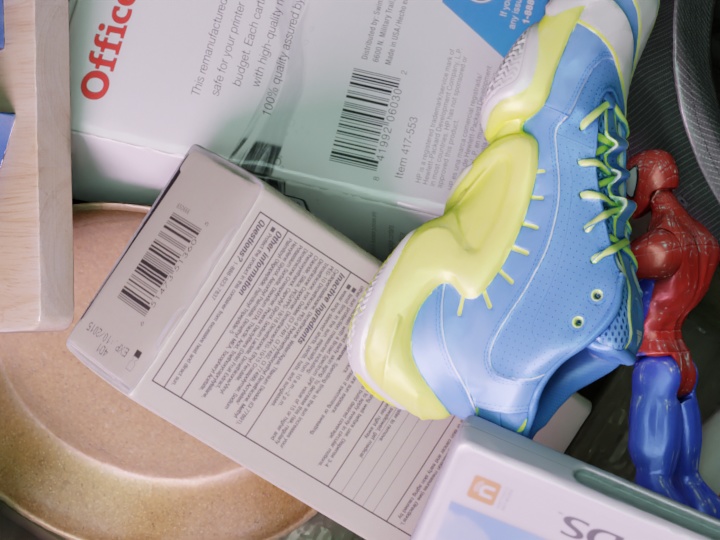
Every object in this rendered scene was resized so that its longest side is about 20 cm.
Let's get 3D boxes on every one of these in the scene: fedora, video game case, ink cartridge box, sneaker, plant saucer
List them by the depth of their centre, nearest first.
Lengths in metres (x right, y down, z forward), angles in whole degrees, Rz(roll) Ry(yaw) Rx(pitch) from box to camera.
[{"bbox_3d":[0.084,-0.019,1.139,0.105,0.076,0.201,32,91,18],"label":"sneaker"},{"bbox_3d":[0.092,0.168,1.160,0.181,0.022,0.201,23,127,1],"label":"video game case"},{"bbox_3d":[0.172,-0.070,1.249,0.200,0.090,0.177,39,56,-28],"label":"fedora"},{"bbox_3d":[-0.023,-0.090,1.260,0.199,0.086,0.147,12,69,7],"label":"ink cartridge box"},{"bbox_3d":[-0.096,0.044,1.296,0.199,0.036,0.201,5,126,7],"label":"plant saucer"}]

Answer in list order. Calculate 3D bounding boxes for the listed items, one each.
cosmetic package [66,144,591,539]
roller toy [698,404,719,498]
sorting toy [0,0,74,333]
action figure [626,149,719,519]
[{"bbox_3d":[-0.011,0.044,1.208,0.200,0.071,0.105,35,88,-33],"label":"cosmetic package"},{"bbox_3d":[0.223,0.121,1.260,0.182,0.140,0.200,42,104,8],"label":"roller toy"},{"bbox_3d":[-0.210,-0.071,1.243,0.199,0.069,0.200,-3,88,48],"label":"sorting toy"},{"bbox_3d":[0.101,0.051,1.194,0.099,0.065,0.201,1,90,29],"label":"action figure"}]
